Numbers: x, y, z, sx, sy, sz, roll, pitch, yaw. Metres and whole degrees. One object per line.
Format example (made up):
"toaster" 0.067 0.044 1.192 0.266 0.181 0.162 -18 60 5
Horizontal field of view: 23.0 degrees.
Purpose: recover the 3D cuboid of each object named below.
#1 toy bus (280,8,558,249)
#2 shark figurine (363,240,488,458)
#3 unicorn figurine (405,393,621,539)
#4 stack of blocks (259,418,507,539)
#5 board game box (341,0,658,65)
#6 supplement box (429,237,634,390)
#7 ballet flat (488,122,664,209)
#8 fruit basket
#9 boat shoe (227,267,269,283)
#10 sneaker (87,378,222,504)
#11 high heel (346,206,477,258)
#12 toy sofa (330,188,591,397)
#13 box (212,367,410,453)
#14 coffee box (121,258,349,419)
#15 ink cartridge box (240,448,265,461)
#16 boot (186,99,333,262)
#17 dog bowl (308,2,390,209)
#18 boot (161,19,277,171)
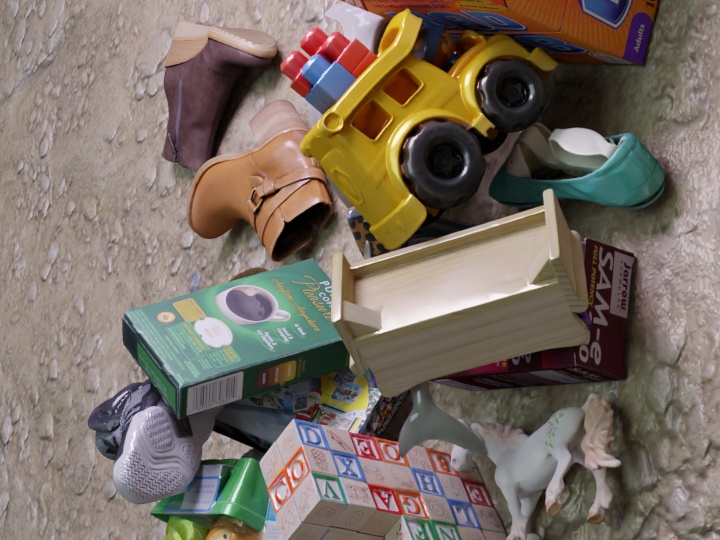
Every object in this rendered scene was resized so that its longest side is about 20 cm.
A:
"toy bus" 0.038 -0.148 1.488 0.200 0.192 0.136 -47 2 -15
"shark figurine" 0.056 0.053 1.493 0.215 0.089 0.129 -111 14 -55
"unicorn figurine" 0.139 0.162 1.456 0.199 0.074 0.138 -27 46 30
"stack of blocks" 0.023 0.202 1.477 0.059 0.199 0.116 -52 40 28
"board game box" 0.130 -0.301 1.516 0.199 0.199 0.201 11 86 55
"supplement box" 0.138 0.041 1.500 0.199 0.061 0.110 -10 69 51
"ballet flat" 0.170 -0.094 1.489 0.067 0.071 0.199 -47 29 -24
"fruit basket" -0.139 0.263 1.565 0.185 0.094 0.201 -8 50 51
"boat shoe" -0.070 0.069 1.774 0.073 0.065 0.200 -30 42 -6
"sneaker" -0.199 0.157 1.601 0.113 0.076 0.200 -27 19 27
"high heel" 0.000 0.000 1.633 0.200 0.142 0.072 -43 48 37
"toy sofa" 0.081 0.020 1.409 0.199 0.098 0.083 -17 41 15
"box" -0.058 0.109 1.661 0.199 0.038 0.137 18 64 35
"coffee box" -0.101 0.060 1.606 0.123 0.199 0.044 46 142 42
"ink cartridge box" -0.055 0.274 1.623 0.200 0.083 0.146 39 109 52
"boot" -0.104 -0.063 1.876 0.200 0.076 0.156 -44 49 26
"dog bowl" 0.024 -0.150 1.623 0.058 0.200 0.202 -6 71 28
"boot" -0.163 -0.194 2.017 0.200 0.072 0.168 19 105 54
